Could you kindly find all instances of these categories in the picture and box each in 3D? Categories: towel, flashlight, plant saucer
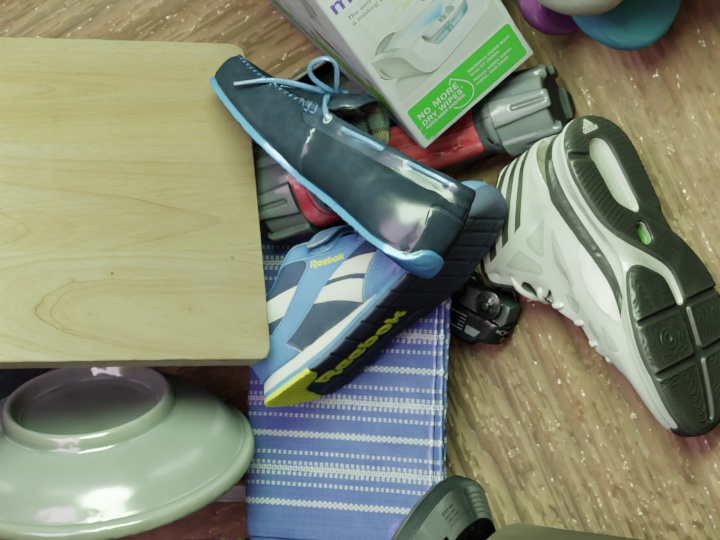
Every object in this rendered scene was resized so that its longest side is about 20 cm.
[{"bbox_3d":[-0.006,0.076,1.618,0.144,0.024,0.201,0,86,30],"label":"towel"},{"bbox_3d":[0.028,-0.075,1.592,0.200,0.068,0.068,-17,42,19],"label":"flashlight"},{"bbox_3d":[-0.166,0.101,1.605,0.200,0.200,0.050,7,116,28],"label":"plant saucer"}]

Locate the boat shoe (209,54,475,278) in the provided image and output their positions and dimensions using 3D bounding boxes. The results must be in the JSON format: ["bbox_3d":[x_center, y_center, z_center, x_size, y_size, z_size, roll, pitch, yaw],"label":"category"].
[{"bbox_3d":[-0.005,-0.072,1.522,0.200,0.084,0.069,41,95,26],"label":"boat shoe"}]

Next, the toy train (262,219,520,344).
[{"bbox_3d":[0.013,-0.005,1.641,0.200,0.034,0.046,29,111,26],"label":"toy train"}]

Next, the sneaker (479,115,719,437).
[{"bbox_3d":[0.144,0.014,1.561,0.115,0.076,0.201,-26,87,51],"label":"sneaker"}]

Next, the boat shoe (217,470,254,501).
[{"bbox_3d":[-0.150,0.125,1.707,0.200,0.071,0.069,12,126,18],"label":"boat shoe"}]

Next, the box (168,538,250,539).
[{"bbox_3d":[-0.054,0.204,1.569,0.143,0.200,0.036,23,98,27],"label":"box"}]

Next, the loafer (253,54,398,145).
[{"bbox_3d":[0.001,-0.113,1.634,0.200,0.063,0.072,-27,75,24],"label":"loafer"}]

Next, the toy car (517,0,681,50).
[{"bbox_3d":[0.126,-0.210,1.536,0.200,0.175,0.150,42,141,23],"label":"toy car"}]

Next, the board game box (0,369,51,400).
[{"bbox_3d":[-0.241,0.017,1.656,0.200,0.135,0.028,-38,30,6],"label":"board game box"}]

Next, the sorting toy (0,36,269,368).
[{"bbox_3d":[-0.167,-0.035,1.565,0.070,0.199,0.199,143,124,-65],"label":"sorting toy"}]

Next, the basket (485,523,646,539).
[{"bbox_3d":[0.160,0.224,1.489,0.200,0.136,0.180,12,50,35],"label":"basket"}]

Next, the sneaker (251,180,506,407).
[{"bbox_3d":[0.000,0.000,1.566,0.200,0.074,0.082,-39,66,21],"label":"sneaker"}]

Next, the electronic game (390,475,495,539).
[{"bbox_3d":[0.028,0.216,1.525,0.042,0.200,0.200,20,97,20],"label":"electronic game"}]

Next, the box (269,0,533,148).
[{"bbox_3d":[-0.017,-0.197,1.543,0.097,0.177,0.200,-41,46,-2],"label":"box"}]
